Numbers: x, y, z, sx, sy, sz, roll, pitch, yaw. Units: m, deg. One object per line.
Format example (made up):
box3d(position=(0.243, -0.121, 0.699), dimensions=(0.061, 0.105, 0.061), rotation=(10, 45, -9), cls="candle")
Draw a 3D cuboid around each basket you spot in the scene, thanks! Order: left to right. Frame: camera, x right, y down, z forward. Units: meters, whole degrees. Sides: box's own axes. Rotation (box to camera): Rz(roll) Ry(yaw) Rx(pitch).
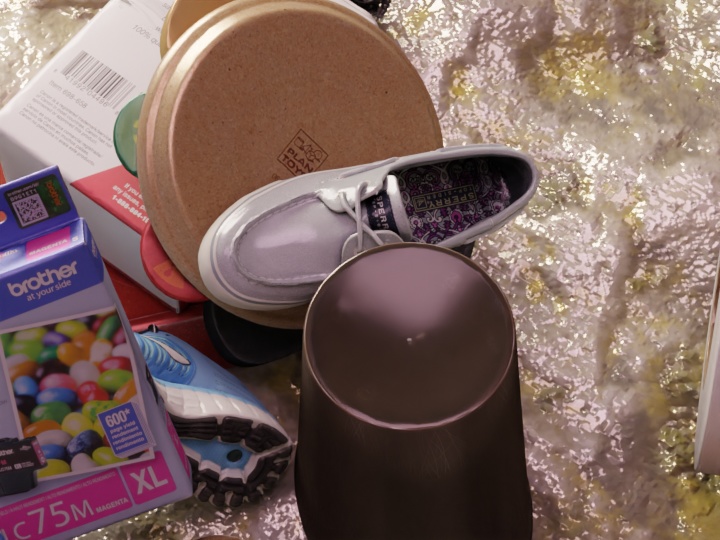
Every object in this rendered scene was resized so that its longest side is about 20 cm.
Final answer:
box3d(position=(0.028, 0.083, 1.421), dimensions=(0.135, 0.200, 0.181), rotation=(-15, 62, -7), cls="basket")

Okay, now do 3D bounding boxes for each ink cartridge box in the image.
box3d(position=(-0.178, 0.054, 1.382), dimensions=(0.119, 0.201, 0.042), rotation=(-20, 25, 1), cls="ink cartridge box")
box3d(position=(-0.101, -0.099, 1.553), dimensions=(0.144, 0.084, 0.200), rotation=(35, 68, 18), cls="ink cartridge box")

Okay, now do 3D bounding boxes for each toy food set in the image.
box3d(position=(-0.044, -0.062, 1.471), dimensions=(0.199, 0.049, 0.199), rotation=(28, 74, -21), cls="toy food set")

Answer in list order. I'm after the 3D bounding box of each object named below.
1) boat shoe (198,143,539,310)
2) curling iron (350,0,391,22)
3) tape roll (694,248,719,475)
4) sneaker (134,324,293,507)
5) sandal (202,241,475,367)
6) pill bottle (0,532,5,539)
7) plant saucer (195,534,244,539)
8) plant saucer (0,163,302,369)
box3d(position=(0.008, -0.032, 1.422), dimensions=(0.200, 0.071, 0.070), rotation=(-17, 86, -24), cls="boat shoe")
box3d(position=(-0.053, -0.209, 1.613), dimensions=(0.050, 0.200, 0.026), rotation=(-53, 35, 1), cls="curling iron")
box3d(position=(0.268, 0.025, 1.447), dimensions=(0.138, 0.203, 0.203), rotation=(7, 61, 6), cls="tape roll")
box3d(position=(-0.136, 0.069, 1.472), dimensions=(0.078, 0.200, 0.090), rotation=(-53, 32, 16), cls="sneaker")
box3d(position=(0.000, 0.001, 1.529), dimensions=(0.200, 0.048, 0.076), rotation=(-29, 93, -30), cls="sandal")
box3d(position=(-0.223, 0.190, 1.346), dimensions=(0.112, 0.112, 0.200), rotation=(-28, 69, -14), cls="pill bottle")
box3d(position=(-0.106, 0.234, 1.355), dimensions=(0.037, 0.200, 0.201), rotation=(22, 53, -35), cls="plant saucer")
box3d(position=(-0.121, -0.029, 1.584), dimensions=(0.199, 0.037, 0.200), rotation=(-12, 61, -6), cls="plant saucer")
